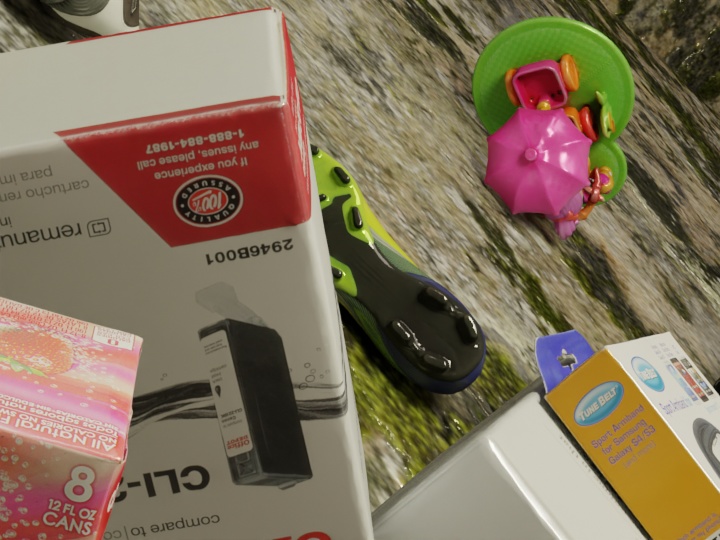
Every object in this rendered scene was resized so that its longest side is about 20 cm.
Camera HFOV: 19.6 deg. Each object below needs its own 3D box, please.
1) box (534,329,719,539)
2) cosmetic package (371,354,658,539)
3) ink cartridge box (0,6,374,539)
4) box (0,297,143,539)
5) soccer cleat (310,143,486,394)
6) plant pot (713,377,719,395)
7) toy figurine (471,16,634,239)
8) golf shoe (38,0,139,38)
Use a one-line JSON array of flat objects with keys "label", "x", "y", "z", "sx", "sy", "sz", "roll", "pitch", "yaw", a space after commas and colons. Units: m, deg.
[{"label": "box", "x": 0.154, "y": 0.099, "z": 0.900, "sx": 0.200, "sy": 0.041, "sz": 0.119, "roll": 55, "pitch": 18, "yaw": 11}, {"label": "cosmetic package", "x": 0.066, "y": 0.162, "z": 0.898, "sx": 0.166, "sy": 0.167, "sz": 0.200, "roll": 51, "pitch": 18, "yaw": 5}, {"label": "ink cartridge box", "x": -0.080, "y": 0.022, "z": 0.751, "sx": 0.084, "sy": 0.144, "sz": 0.200, "roll": -98, "pitch": 178, "yaw": -59}, {"label": "box", "x": -0.167, "y": 0.048, "z": 0.553, "sx": 0.200, "sy": 0.103, "sz": 0.095, "roll": 18, "pitch": 15, "yaw": -8}, {"label": "soccer cleat", "x": 0.000, "y": 0.001, "z": 1.303, "sx": 0.200, "sy": 0.065, "sz": 0.084, "roll": 47, "pitch": -13, "yaw": 11}, {"label": "plant pot", "x": 0.443, "y": 0.113, "z": 1.898, "sx": 0.177, "sy": 0.200, "sz": 0.200, "roll": -1, "pitch": 51, "yaw": -54}, {"label": "toy figurine", "x": 0.169, "y": -0.097, "z": 1.846, "sx": 0.184, "sy": 0.150, "sz": 0.200, "roll": -71, "pitch": 143, "yaw": -56}, {"label": "golf shoe", "x": -0.185, "y": -0.204, "z": 1.283, "sx": 0.095, "sy": 0.078, "sz": 0.200, "roll": 56, "pitch": 9, "yaw": -44}]
